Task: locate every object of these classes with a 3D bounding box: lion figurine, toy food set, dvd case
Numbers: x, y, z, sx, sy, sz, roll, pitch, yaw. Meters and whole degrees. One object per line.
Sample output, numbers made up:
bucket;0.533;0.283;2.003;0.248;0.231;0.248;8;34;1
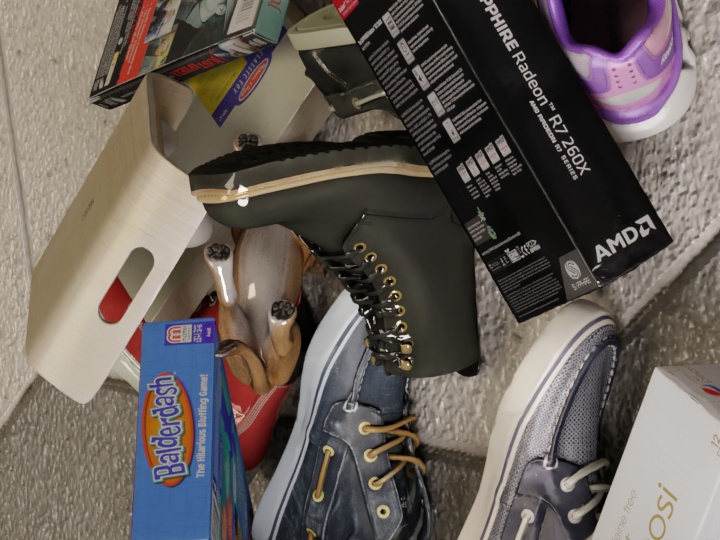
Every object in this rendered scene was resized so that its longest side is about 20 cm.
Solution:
lion figurine;-0.051;0.007;1.371;0.123;0.072;0.200;91;-166;-48
toy food set;-0.133;-0.021;1.426;0.144;0.060;0.200;-58;15;14
dvd case;-0.094;-0.184;1.516;0.200;0.022;0.146;-16;54;55

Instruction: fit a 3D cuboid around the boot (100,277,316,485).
boot;-0.099;0.020;1.537;0.200;0.072;0.144;51;128;34

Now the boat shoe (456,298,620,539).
boat shoe;0.110;0.120;1.250;0.093;0.075;0.200;31;115;29

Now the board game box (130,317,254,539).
board game box;-0.090;0.149;1.364;0.200;0.045;0.152;82;-175;-47

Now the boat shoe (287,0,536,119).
boat shoe;0.043;-0.113;1.341;0.200;0.072;0.068;5;118;50

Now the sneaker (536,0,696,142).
sneaker;0.110;-0.166;1.196;0.080;0.088;0.201;-18;75;11

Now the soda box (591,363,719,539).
soda box;0.152;0.145;1.178;0.064;0.068;0.200;43;124;46

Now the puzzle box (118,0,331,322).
puzzle box;-0.092;-0.077;1.503;0.200;0.025;0.133;-54;43;18

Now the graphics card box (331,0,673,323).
graphics card box;0.065;-0.077;1.208;0.200;0.051;0.125;61;162;2

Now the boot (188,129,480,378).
boot;0.000;0.000;1.286;0.077;0.200;0.139;7;100;48

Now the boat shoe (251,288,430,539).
boat shoe;0.010;0.100;1.390;0.091;0.071;0.201;36;119;33
